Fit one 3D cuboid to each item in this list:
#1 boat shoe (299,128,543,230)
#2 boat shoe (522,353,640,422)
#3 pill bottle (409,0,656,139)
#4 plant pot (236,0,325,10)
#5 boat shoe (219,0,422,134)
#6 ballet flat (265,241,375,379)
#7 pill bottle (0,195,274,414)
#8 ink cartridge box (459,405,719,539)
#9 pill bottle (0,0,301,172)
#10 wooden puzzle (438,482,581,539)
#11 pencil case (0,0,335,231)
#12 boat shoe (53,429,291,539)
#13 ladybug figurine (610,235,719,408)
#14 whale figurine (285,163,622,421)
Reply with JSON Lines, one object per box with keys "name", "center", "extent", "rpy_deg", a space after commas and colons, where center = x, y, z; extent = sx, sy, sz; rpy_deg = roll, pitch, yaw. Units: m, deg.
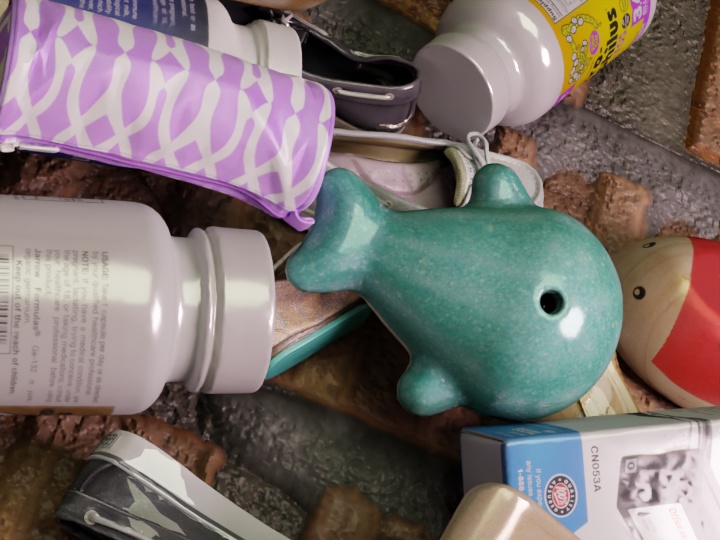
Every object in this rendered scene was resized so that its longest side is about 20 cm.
{"name": "boat shoe", "center": [0.040, -0.059, 0.944], "extent": [0.201, 0.065, 0.075], "rpy_deg": [6, 60, -22]}
{"name": "boat shoe", "center": [0.135, 0.088, 0.908], "extent": [0.069, 0.074, 0.201], "rpy_deg": [-14, 75, -9]}
{"name": "pill bottle", "center": [0.124, -0.172, 1.026], "extent": [0.104, 0.104, 0.200], "rpy_deg": [47, 54, 6]}
{"name": "plant pot", "center": [-0.109, -0.202, 0.917], "extent": [0.199, 0.028, 0.200], "rpy_deg": [15, 15, -4]}
{"name": "boat shoe", "center": [-0.048, -0.157, 0.961], "extent": [0.199, 0.063, 0.073], "rpy_deg": [26, 56, -8]}
{"name": "ballet flat", "center": [0.000, 0.000, 0.892], "extent": [0.199, 0.068, 0.067], "rpy_deg": [-23, 71, -35]}
{"name": "pill bottle", "center": [-0.153, 0.019, 0.758], "extent": [0.199, 0.114, 0.115], "rpy_deg": [2, 61, -18]}
{"name": "ink cartridge box", "center": [0.167, 0.157, 0.816], "extent": [0.199, 0.084, 0.146], "rpy_deg": [-3, 87, -15]}
{"name": "pill bottle", "center": [-0.144, -0.121, 0.863], "extent": [0.199, 0.116, 0.116], "rpy_deg": [8, 59, -21]}
{"name": "wooden puzzle", "center": [0.085, 0.228, 0.691], "extent": [0.200, 0.046, 0.186], "rpy_deg": [39, 76, -33]}
{"name": "pencil case", "center": [-0.113, -0.086, 0.773], "extent": [0.199, 0.084, 0.086], "rpy_deg": [12, 72, -21]}
{"name": "boat shoe", "center": [-0.072, 0.168, 0.756], "extent": [0.200, 0.072, 0.068], "rpy_deg": [37, 59, -6]}
{"name": "ladybug figurine", "center": [0.261, 0.039, 0.988], "extent": [0.199, 0.072, 0.136], "rpy_deg": [23, 54, -12]}
{"name": "whale figurine", "center": [0.061, 0.008, 0.821], "extent": [0.199, 0.104, 0.160], "rpy_deg": [25, 80, -11]}
